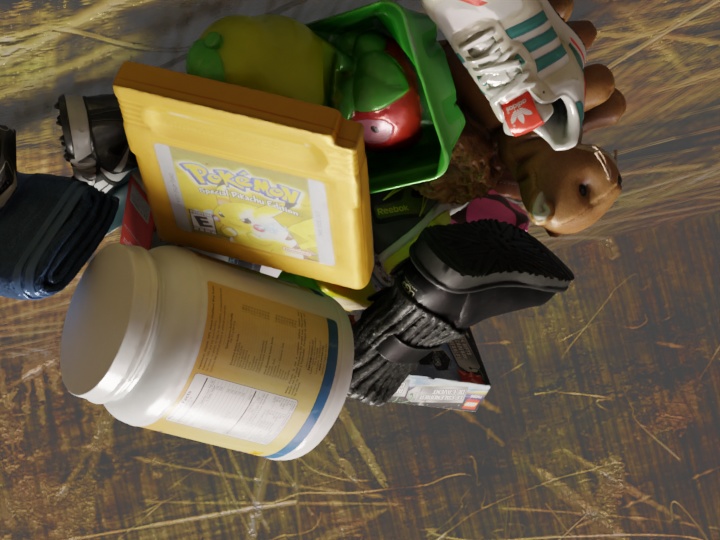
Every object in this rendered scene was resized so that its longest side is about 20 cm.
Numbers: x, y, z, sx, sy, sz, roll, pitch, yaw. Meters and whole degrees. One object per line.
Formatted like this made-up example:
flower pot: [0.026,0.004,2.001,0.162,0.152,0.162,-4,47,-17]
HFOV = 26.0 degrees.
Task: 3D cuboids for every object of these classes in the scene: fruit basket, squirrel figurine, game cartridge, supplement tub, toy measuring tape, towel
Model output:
fruit basket: [-0.044,-0.121,1.153,0.215,0.156,0.216,-17,-171,3]
squirrel figurine: [0.128,-0.114,1.324,0.200,0.187,0.142,-14,174,9]
game cartridge: [-0.080,-0.064,1.129,0.176,0.032,0.200,14,153,11]
supplement tub: [-0.122,0.063,1.242,0.200,0.145,0.145,19,157,-31]
toy measuring tape: [0.000,0.000,1.361,0.200,0.074,0.074,18,155,-38]
towel: [-0.296,-0.031,1.270,0.200,0.112,0.049,10,147,35]

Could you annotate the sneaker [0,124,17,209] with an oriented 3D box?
sneaker: [-0.366,-0.066,1.226,0.200,0.080,0.086,-21,162,12]

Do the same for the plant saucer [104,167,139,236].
plant saucer: [-0.195,-0.078,1.393,0.200,0.027,0.200,-32,-168,7]

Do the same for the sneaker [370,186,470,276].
sneaker: [0.052,-0.078,1.374,0.074,0.085,0.200,-35,-169,35]

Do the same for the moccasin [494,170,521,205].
moccasin: [0.148,-0.120,1.626,0.074,0.078,0.201,13,-157,9]

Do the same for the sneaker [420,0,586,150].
sneaker: [0.114,-0.156,1.158,0.070,0.094,0.200,-18,151,29]

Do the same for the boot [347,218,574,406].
boot: [0.074,0.036,1.330,0.211,0.079,0.158,2,131,-47]

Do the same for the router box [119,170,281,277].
router box: [-0.112,-0.019,1.349,0.200,0.049,0.180,-16,138,-33]

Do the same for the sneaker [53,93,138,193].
sneaker: [-0.199,-0.102,1.286,0.090,0.067,0.200,-10,171,-9]

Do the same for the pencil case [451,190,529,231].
pencil case: [0.069,-0.073,1.500,0.094,0.200,0.091,-53,180,-24]

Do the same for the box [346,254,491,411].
box: [0.030,0.041,1.455,0.137,0.200,0.040,8,129,-23]
